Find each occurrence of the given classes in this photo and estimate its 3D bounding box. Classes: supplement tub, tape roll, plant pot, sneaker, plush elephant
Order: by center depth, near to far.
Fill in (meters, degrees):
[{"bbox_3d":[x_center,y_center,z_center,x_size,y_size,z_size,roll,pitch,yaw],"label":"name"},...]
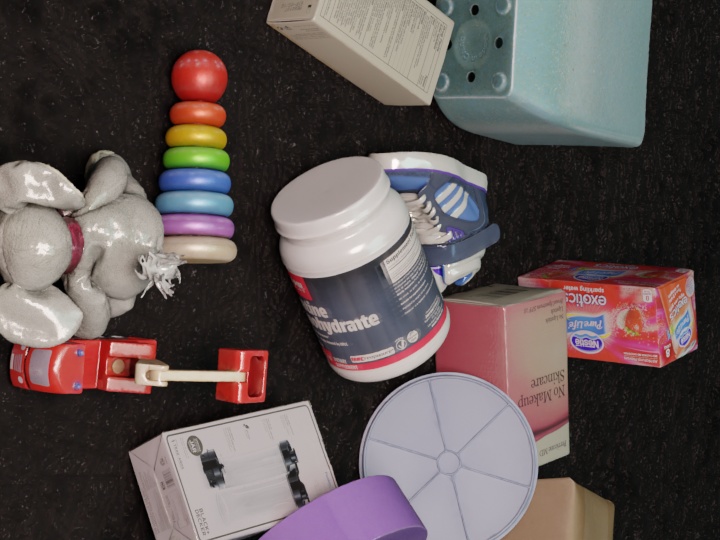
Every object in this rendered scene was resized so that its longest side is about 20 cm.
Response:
[{"bbox_3d":[-0.255,-0.021,1.360,0.154,0.200,0.166,8,96,-29],"label":"plush elephant"},{"bbox_3d":[-0.032,0.291,1.607,0.199,0.066,0.200,-29,156,-14],"label":"tape roll"},{"bbox_3d":[0.000,0.000,1.645,0.140,0.140,0.201,-45,125,-35],"label":"supplement tub"},{"bbox_3d":[0.075,-0.047,1.766,0.200,0.080,0.148,12,81,-53],"label":"sneaker"},{"bbox_3d":[0.187,-0.242,1.784,0.199,0.195,0.198,-1,95,-47],"label":"plant pot"}]

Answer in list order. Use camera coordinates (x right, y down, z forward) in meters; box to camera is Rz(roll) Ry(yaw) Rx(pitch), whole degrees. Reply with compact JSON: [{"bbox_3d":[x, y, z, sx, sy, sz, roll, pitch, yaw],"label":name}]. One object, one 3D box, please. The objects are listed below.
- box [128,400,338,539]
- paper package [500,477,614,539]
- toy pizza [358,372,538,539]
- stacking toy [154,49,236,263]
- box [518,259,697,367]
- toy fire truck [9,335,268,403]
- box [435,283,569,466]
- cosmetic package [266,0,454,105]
[{"bbox_3d":[-0.118,0.204,1.565,0.199,0.060,0.117,-10,75,-47],"label":"box"},{"bbox_3d":[0.185,0.349,1.831,0.103,0.190,0.201,31,58,-46],"label":"paper package"},{"bbox_3d":[0.097,0.214,1.774,0.032,0.199,0.202,97,8,-80],"label":"toy pizza"},{"bbox_3d":[-0.158,-0.109,1.513,0.085,0.085,0.202,4,85,-48],"label":"stacking toy"},{"bbox_3d":[0.298,0.050,1.934,0.095,0.199,0.100,-20,109,-46],"label":"box"},{"bbox_3d":[-0.196,0.089,1.437,0.199,0.140,0.049,3,92,-48],"label":"toy fire truck"},{"bbox_3d":[0.166,0.125,1.864,0.127,0.108,0.202,-13,103,-47],"label":"box"},{"bbox_3d":[0.003,-0.259,1.670,0.200,0.073,0.104,31,71,-45],"label":"cosmetic package"}]
